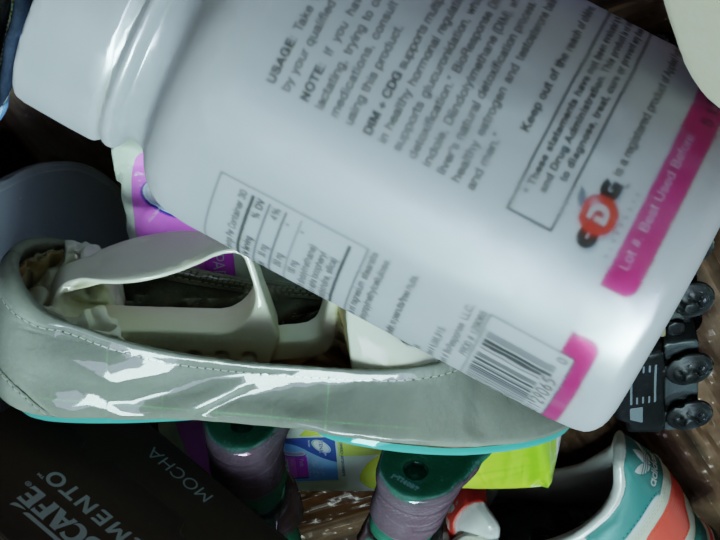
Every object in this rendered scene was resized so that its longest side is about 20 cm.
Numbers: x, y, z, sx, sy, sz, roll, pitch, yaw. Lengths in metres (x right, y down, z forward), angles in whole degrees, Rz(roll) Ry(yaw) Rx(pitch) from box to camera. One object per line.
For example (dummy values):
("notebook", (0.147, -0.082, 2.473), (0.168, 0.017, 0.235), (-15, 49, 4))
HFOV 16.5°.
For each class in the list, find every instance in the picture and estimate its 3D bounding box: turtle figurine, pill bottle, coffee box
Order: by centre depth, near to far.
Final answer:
("pill bottle", (0.007, -0.047, 0.728), (0.199, 0.114, 0.114), (28, 135, 2))
("coffee box", (-0.104, 0.149, 0.859), (0.113, 0.080, 0.200), (37, 132, 20))
("turtle figurine", (-0.010, 0.120, 0.896), (0.149, 0.101, 0.200), (2, 137, -2))

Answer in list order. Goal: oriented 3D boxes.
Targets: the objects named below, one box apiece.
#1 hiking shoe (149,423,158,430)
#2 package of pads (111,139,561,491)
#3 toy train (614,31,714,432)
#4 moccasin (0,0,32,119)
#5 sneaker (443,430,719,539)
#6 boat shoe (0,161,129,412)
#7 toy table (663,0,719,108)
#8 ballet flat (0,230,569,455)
("hiking shoe", (-0.106, 0.074, 0.971), (0.087, 0.074, 0.200), (-35, 130, -1))
("package of pads", (0.000, 0.000, 0.873), (0.154, 0.068, 0.200), (-2, 138, 3))
("toy train", (0.102, -0.008, 0.887), (0.046, 0.034, 0.200), (-8, 138, 0))
("moccasin", (-0.148, -0.071, 0.795), (0.080, 0.068, 0.200), (12, 139, -13))
("sneaker", (0.041, 0.117, 1.010), (0.199, 0.070, 0.094), (-19, 128, 17))
("boat shoe", (-0.158, 0.042, 0.862), (0.074, 0.200, 0.065), (44, 169, -19))
("toy table", (0.092, -0.143, 0.635), (0.117, 0.184, 0.200), (39, 148, 18))
("ballet flat", (-0.022, 0.020, 0.801), (0.199, 0.067, 0.064), (3, 120, -3))
